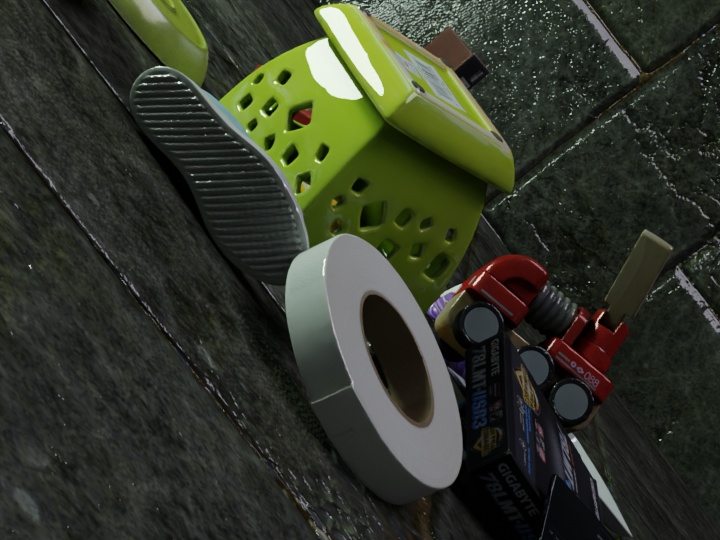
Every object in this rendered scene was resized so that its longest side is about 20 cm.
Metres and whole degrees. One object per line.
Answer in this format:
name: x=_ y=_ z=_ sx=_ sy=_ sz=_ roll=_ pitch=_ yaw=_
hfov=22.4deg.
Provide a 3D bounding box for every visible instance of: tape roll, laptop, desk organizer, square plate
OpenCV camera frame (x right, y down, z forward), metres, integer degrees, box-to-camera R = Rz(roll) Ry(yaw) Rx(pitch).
tape roll: x=0.012 y=0.071 z=1.326 sx=0.203 sy=0.037 sz=0.203 roll=52 pitch=24 yaw=-34
laptop: x=0.223 y=0.292 z=1.498 sx=0.177 sy=0.103 sz=0.201 roll=48 pitch=44 yaw=-32
desk organizer: x=0.104 y=-0.299 z=2.974 sx=0.077 sy=0.200 sz=0.072 roll=55 pitch=9 yaw=31
square plate: x=0.238 y=0.213 z=2.186 sx=0.200 sy=0.028 sz=0.198 roll=47 pitch=11 yaw=-34

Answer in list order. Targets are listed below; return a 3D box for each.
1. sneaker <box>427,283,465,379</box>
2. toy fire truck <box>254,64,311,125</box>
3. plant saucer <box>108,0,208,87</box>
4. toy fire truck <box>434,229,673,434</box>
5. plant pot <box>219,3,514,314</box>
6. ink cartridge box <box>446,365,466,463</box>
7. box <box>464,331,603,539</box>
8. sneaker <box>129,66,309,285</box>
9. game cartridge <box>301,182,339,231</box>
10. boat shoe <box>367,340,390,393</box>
sneaker: x=0.130 y=0.112 z=1.881 sx=0.081 sy=0.083 sz=0.201 roll=-19 pitch=87 yaw=-66
toy fire truck: x=-0.049 y=-0.163 z=1.975 sx=0.167 sy=0.113 sz=0.200 roll=27 pitch=12 yaw=-8
plant saucer: x=-0.204 y=-0.261 z=1.723 sx=0.200 sy=0.031 sz=0.200 roll=51 pitch=8 yaw=-10
toy fire truck: x=0.197 y=0.037 z=1.781 sx=0.176 sy=0.200 sz=0.129 roll=40 pitch=-17 yaw=-3
plant pot: x=0.008 y=-0.105 z=1.601 sx=0.198 sy=0.182 sz=0.200 roll=26 pitch=23 yaw=-42
ink cartridge box: x=0.127 y=0.164 z=1.752 sx=0.100 sy=0.039 sz=0.200 roll=57 pitch=9 yaw=32
box: x=0.160 y=0.186 z=1.638 sx=0.199 sy=0.049 sz=0.200 roll=55 pitch=18 yaw=-23
sneaker: x=-0.096 y=-0.073 z=1.396 sx=0.201 sy=0.074 sz=0.082 roll=56 pitch=11 yaw=13
game cartridge: x=0.000 y=0.000 z=1.776 sx=0.200 sy=0.032 sz=0.177 roll=50 pitch=8 yaw=-35
boat shoe: x=0.011 y=0.064 z=1.463 sx=0.067 sy=0.057 sz=0.200 roll=52 pitch=8 yaw=-6
